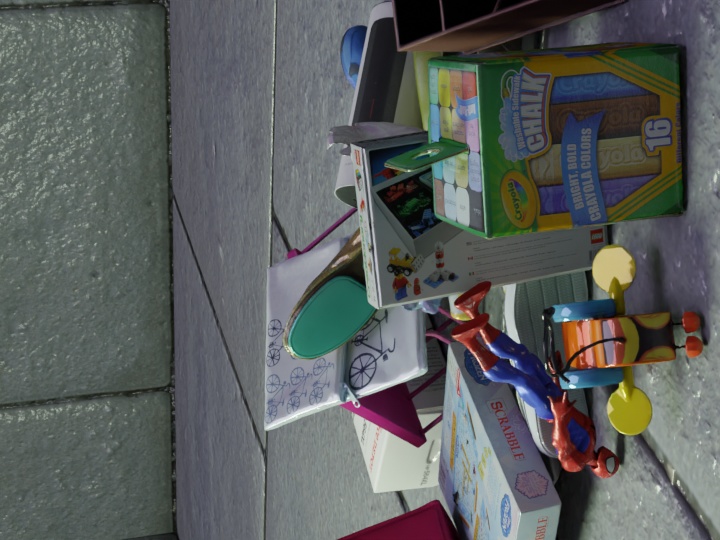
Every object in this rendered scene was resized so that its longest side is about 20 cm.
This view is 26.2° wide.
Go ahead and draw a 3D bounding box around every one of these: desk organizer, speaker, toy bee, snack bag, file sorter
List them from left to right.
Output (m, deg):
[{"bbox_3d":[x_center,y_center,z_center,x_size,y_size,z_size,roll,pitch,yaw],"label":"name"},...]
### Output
[{"bbox_3d":[-0.015,0.045,1.499,0.198,0.021,0.191,-21,54,32],"label":"snack bag"},{"bbox_3d":[0.030,-0.160,1.544,0.081,0.080,0.202,138,145,-72],"label":"speaker"},{"bbox_3d":[0.035,0.046,1.569,0.125,0.139,0.201,-39,46,20],"label":"file sorter"},{"bbox_3d":[0.111,-0.225,1.223,0.199,0.076,0.073,-9,87,56],"label":"desk organizer"},{"bbox_3d":[0.195,0.059,1.130,0.200,0.107,0.133,-67,-31,-68],"label":"toy bee"}]

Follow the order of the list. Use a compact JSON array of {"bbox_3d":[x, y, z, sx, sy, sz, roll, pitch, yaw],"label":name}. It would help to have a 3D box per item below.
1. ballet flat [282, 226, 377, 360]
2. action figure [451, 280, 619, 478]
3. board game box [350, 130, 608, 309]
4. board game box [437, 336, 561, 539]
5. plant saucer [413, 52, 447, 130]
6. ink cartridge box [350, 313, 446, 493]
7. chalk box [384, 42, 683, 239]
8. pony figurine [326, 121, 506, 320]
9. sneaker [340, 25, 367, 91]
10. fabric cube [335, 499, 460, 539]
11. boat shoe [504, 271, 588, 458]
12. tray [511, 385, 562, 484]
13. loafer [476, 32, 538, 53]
[{"bbox_3d":[0.000,0.000,1.459,0.200,0.070,0.071,-49,31,11],"label":"ballet flat"},{"bbox_3d":[0.145,0.097,1.219,0.200,0.051,0.066,51,-158,-27],"label":"action figure"},{"bbox_3d":[0.096,-0.051,1.211,0.035,0.198,0.128,-149,51,-70],"label":"board game box"},{"bbox_3d":[0.122,0.202,1.416,0.201,0.041,0.201,91,164,-44],"label":"board game box"},{"bbox_3d":[0.077,-0.134,1.455,0.200,0.031,0.203,-9,-90,-84],"label":"plant saucer"},{"bbox_3d":[0.038,0.124,1.733,0.147,0.083,0.201,100,159,-45],"label":"ink cartridge box"},{"bbox_3d":[0.118,-0.097,1.123,0.124,0.197,0.126,-148,54,-71],"label":"chalk box"},{"bbox_3d":[0.075,-0.063,1.311,0.167,0.190,0.203,-123,30,-67],"label":"pony figurine"},{"bbox_3d":[0.032,-0.206,1.689,0.079,0.065,0.202,119,144,-45],"label":"sneaker"},{"bbox_3d":[0.039,0.379,1.499,0.201,0.194,0.201,60,-169,-51],"label":"fabric cube"},{"bbox_3d":[0.149,0.057,1.308,0.067,0.073,0.203,-147,52,-69],"label":"boat shoe"},{"bbox_3d":[0.149,0.182,1.455,0.201,0.022,0.109,111,150,-60],"label":"tray"},{"bbox_3d":[0.111,-0.147,1.383,0.075,0.069,0.202,-123,31,-59],"label":"loafer"}]
